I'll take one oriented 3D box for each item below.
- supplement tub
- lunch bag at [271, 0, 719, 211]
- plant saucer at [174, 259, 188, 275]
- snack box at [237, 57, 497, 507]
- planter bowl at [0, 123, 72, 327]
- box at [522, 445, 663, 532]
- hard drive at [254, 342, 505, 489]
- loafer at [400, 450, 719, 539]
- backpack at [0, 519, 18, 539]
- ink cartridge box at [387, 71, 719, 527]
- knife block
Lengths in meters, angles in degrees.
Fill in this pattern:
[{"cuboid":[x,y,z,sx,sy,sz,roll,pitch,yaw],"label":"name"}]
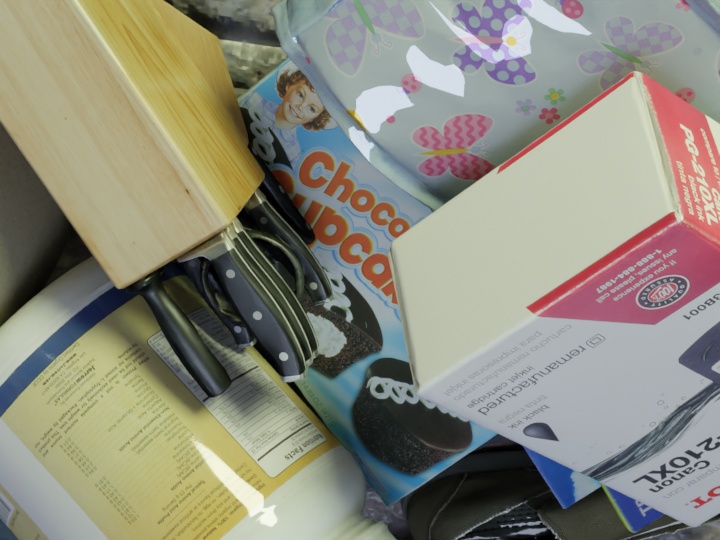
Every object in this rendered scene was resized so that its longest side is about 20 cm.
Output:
[{"cuboid":[-0.088,0.102,1.076,0.200,0.144,0.144,47,125,8],"label":"supplement tub"},{"cuboid":[0.086,-0.106,0.986,0.169,0.128,0.200,-35,134,28],"label":"lunch bag"},{"cuboid":[-0.028,-0.023,1.121,0.199,0.019,0.070,-22,106,19],"label":"plant saucer"},{"cuboid":[0.000,0.000,1.078,0.116,0.037,0.200,-36,92,27],"label":"snack box"},{"cuboid":[-0.232,-0.022,1.060,0.199,0.135,0.201,1,133,1],"label":"planter bowl"},{"cuboid":[0.170,0.043,1.130,0.200,0.048,0.122,-33,126,2],"label":"box"},{"cuboid":[0.044,0.034,1.166,0.199,0.042,0.135,-25,128,19],"label":"hard drive"},{"cuboid":[0.121,0.135,1.239,0.199,0.070,0.075,-12,131,12],"label":"loafer"},{"cuboid":[-0.198,0.166,1.185,0.182,0.200,0.147,2,133,0],"label":"backpack"},{"cuboid":[0.134,0.020,0.982,0.145,0.085,0.200,-35,137,29],"label":"ink cartridge box"},{"cuboid":[-0.093,-0.037,0.985,0.064,0.176,0.200,-29,148,20],"label":"knife block"}]
